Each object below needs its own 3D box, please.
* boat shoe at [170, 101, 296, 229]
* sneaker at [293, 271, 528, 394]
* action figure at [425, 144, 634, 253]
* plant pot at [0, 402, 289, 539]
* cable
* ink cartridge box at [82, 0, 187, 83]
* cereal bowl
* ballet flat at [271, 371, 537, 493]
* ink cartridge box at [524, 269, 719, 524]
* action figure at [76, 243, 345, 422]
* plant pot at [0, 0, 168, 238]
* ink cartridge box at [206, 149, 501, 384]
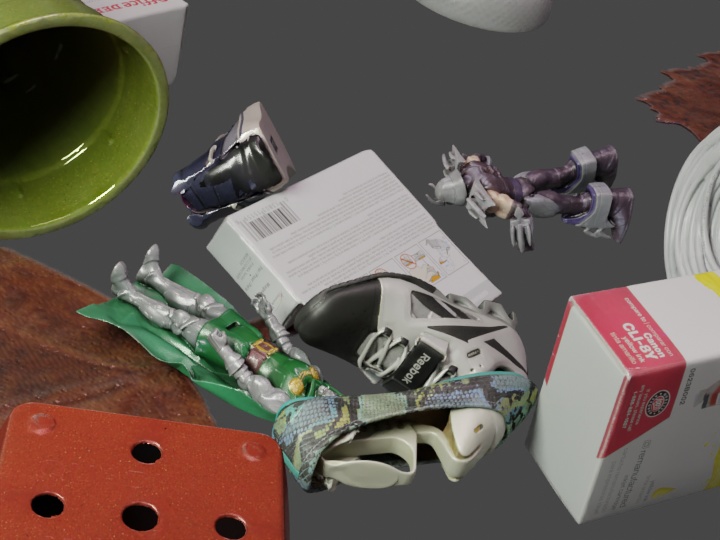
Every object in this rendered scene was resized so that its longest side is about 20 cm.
[{"bbox_3d":[-0.111,-0.088,1.134,0.092,0.075,0.200,-28,7,4],"label":"boat shoe"},{"bbox_3d":[0.047,0.061,0.967,0.197,0.074,0.089,10,46,-30],"label":"sneaker"},{"bbox_3d":[0.152,-0.068,1.228,0.197,0.070,0.131,-1,44,-19],"label":"action figure"},{"bbox_3d":[-0.118,0.181,0.640,0.197,0.178,0.201,9,34,-10],"label":"plant pot"},{"bbox_3d":[0.336,-0.034,1.130,0.068,0.201,0.202,9,51,-20],"label":"cable"},{"bbox_3d":[-0.283,-0.247,1.265,0.199,0.084,0.144,34,37,24],"label":"ink cartridge box"},{"bbox_3d":[0.153,-0.379,1.665,0.197,0.084,0.201,12,34,-8],"label":"cereal bowl"},{"bbox_3d":[0.039,0.117,0.906,0.197,0.075,0.075,-7,39,-17],"label":"ballet flat"},{"bbox_3d":[0.233,0.082,0.944,0.197,0.147,0.084,-10,41,-23],"label":"ink cartridge box"},{"bbox_3d":[-0.090,0.053,0.956,0.199,0.055,0.118,32,33,15],"label":"action figure"},{"bbox_3d":[-0.276,-0.164,1.021,0.198,0.202,0.191,-11,49,-35],"label":"plant pot"},{"bbox_3d":[0.000,0.000,1.081,0.174,0.044,0.199,48,41,10],"label":"ink cartridge box"}]
